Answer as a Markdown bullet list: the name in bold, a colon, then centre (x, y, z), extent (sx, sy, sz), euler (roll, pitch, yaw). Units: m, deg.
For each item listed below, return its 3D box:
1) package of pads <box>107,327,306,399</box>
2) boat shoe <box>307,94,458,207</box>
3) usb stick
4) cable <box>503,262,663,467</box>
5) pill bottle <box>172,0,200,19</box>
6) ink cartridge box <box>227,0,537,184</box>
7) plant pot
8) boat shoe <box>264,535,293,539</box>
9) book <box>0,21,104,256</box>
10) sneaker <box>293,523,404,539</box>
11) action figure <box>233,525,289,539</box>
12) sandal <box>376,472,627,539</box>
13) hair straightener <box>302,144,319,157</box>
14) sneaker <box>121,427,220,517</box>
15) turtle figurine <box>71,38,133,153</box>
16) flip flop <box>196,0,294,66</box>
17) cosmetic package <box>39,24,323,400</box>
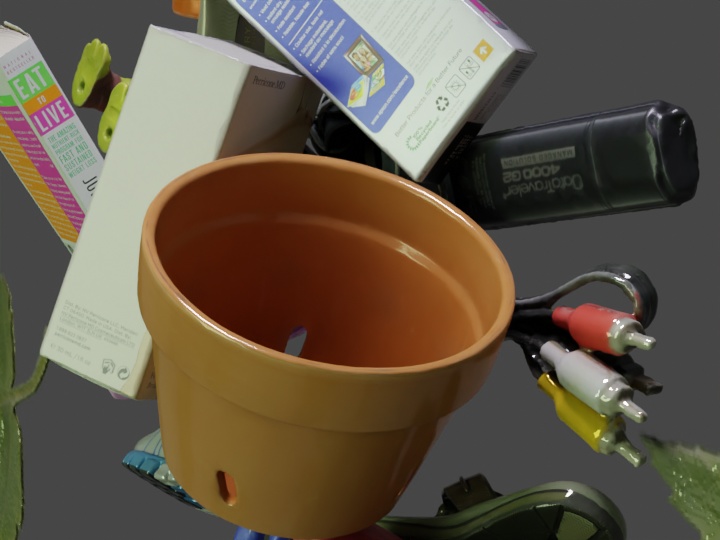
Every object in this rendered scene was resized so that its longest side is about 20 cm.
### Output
- **package of pads**: centre (-0.112, 0.009, 1.768), extent (0.200, 0.075, 0.121), euler (-24, 77, 57)
- **boat shoe**: centre (0.000, -0.092, 1.580), extent (0.200, 0.062, 0.073), euler (60, 144, 36)
- **usb stick**: centre (0.112, -0.054, 1.434), extent (0.200, 0.033, 0.056), euler (-7, 96, 58)
- **cable**: centre (0.088, 0.030, 1.442), extent (0.200, 0.050, 0.097), euler (21, 113, 40)
- **pill bottle**: centre (-0.078, -0.255, 1.641), extent (0.106, 0.106, 0.201), euler (23, 115, 55)
- **ink cartridge box**: centre (0.000, -0.148, 1.507), extent (0.200, 0.037, 0.095), euler (44, 108, 20)
- **plant pot**: centre (-0.030, 0.048, 1.435), extent (0.200, 0.200, 0.140), euler (51, 138, 42)
- **boat shoe**: centre (-0.078, 0.222, 1.757), extent (0.073, 0.065, 0.200), euler (62, 141, 35)
- **book**: centre (-0.175, -0.053, 1.638), extent (0.200, 0.048, 0.134), euler (60, 168, -16)
- **sneaker**: centre (0.068, 0.172, 1.448), extent (0.116, 0.200, 0.078), euler (-49, 11, 38)
- **action figure**: centre (-0.057, 0.123, 1.635), extent (0.065, 0.099, 0.200), euler (39, 100, 42)
- **sandal**: centre (0.079, 0.146, 1.500), extent (0.201, 0.080, 0.057), euler (-16, 37, 47)
- **hair straightener**: centre (0.000, 0.000, 1.578), extent (0.200, 0.041, 0.077), euler (54, -175, 12)
- **sneaker**: centre (-0.094, 0.114, 1.781), extent (0.200, 0.075, 0.087), euler (-7, 56, 65)
- **turtle figurine**: centre (-0.098, -0.096, 1.655), extent (0.064, 0.161, 0.200), euler (-49, 44, 34)
- **flip flop**: centre (-0.068, -0.185, 1.572), extent (0.058, 0.081, 0.201), euler (-85, -3, -79)
- **cosmetic package**: centre (-0.100, -0.031, 1.526), extent (0.073, 0.103, 0.201), euler (24, 100, 24)
